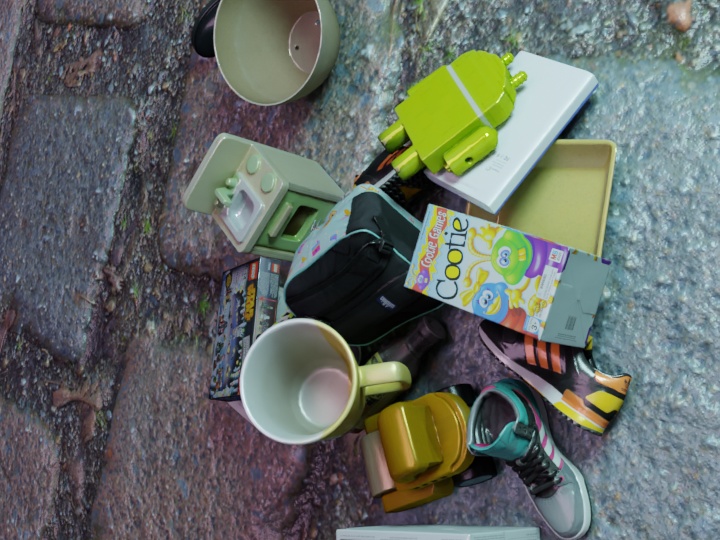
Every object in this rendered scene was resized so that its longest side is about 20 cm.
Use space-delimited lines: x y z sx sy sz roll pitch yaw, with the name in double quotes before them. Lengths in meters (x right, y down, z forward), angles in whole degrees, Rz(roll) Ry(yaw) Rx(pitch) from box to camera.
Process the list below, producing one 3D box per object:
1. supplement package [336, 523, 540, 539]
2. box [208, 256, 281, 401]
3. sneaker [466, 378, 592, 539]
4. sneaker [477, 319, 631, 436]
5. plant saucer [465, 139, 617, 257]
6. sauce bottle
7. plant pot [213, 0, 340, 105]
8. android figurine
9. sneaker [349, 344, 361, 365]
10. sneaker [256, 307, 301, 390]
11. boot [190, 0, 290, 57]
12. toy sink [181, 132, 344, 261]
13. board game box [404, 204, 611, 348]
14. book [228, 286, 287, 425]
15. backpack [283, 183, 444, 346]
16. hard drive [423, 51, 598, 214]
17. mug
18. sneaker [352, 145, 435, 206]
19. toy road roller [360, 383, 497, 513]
"supplement package" 0.093 0.362 1.073 0.198 0.155 0.113 -11 73 41
"box" -0.174 0.091 1.359 0.136 0.039 0.203 -18 64 54
"sneaker" 0.186 0.213 1.036 0.083 0.120 0.202 -41 58 30
"sneaker" 0.228 0.101 1.061 0.200 0.070 0.091 42 99 37
"plant saucer" 0.218 -0.055 1.103 0.198 0.048 0.204 8 88 42
"sauce bottle" 0.037 0.139 1.226 0.201 0.065 0.066 -50 54 25
"plant pot" -0.106 -0.353 1.380 0.198 0.134 0.204 5 100 30
"android figurine" 0.116 -0.199 1.134 0.199 0.041 0.183 -37 42 11
"sneaker" -0.060 0.161 1.322 0.202 0.074 0.100 -60 27 20
"sneaker" -0.102 0.092 1.272 0.071 0.082 0.203 -29 45 51
"boot" -0.196 -0.401 1.523 0.200 0.076 0.169 -45 52 21
"toy sink" -0.138 -0.100 1.336 0.131 0.198 0.112 -55 51 19
"board game box" 0.165 0.004 1.038 0.198 0.104 0.105 21 96 42
"book" -0.133 0.136 1.397 0.133 0.048 0.203 25 99 44
"backpack" 0.000 0.000 1.203 0.200 0.175 0.155 -40 29 30
"hard drive" 0.182 -0.173 1.112 0.201 0.025 0.132 -51 41 -4
"mug" -0.043 0.159 1.146 0.184 0.153 0.151 23 81 18
"sneaker" 0.063 -0.150 1.239 0.199 0.070 0.091 -35 45 27
"toy road roller" 0.061 0.221 1.133 0.199 0.145 0.125 -31 63 35
